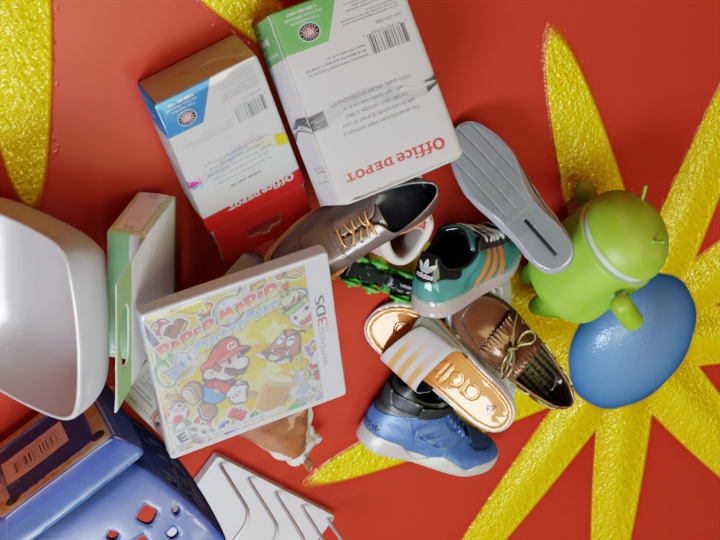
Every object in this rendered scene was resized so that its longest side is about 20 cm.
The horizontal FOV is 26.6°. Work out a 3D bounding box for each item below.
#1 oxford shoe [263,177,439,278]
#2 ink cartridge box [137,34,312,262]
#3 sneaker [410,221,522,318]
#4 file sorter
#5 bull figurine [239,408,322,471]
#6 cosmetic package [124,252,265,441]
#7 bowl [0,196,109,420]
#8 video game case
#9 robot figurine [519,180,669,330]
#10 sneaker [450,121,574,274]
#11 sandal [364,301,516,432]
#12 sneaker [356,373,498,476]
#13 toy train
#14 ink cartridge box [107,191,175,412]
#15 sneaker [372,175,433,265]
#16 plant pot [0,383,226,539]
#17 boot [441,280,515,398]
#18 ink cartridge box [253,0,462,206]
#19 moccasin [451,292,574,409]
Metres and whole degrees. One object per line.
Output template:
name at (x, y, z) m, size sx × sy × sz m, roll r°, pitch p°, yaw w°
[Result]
oxford shoe at (-0.009, -0.045, 1.560) m, size 0.199 × 0.073 × 0.072 m, roll -31°, pitch 90°, yaw -16°
ink cartridge box at (-0.135, -0.122, 1.563) m, size 0.116 × 0.067 × 0.201 m, roll -28°, pitch 125°, yaw -12°
sneaker at (0.127, -0.022, 1.715) m, size 0.200 × 0.071 × 0.080 m, roll -37°, pitch 140°, yaw -46°
file sorter at (-0.119, 0.334, 1.783) m, size 0.199 × 0.125 × 0.139 m, roll 33°, pitch 98°, yaw -37°
bull figurine at (-0.104, 0.153, 1.731) m, size 0.199 × 0.065 × 0.122 m, roll 23°, pitch 100°, yaw -36°
cosmetic package at (-0.150, 0.083, 1.613) m, size 0.087 × 0.103 × 0.200 m, roll 43°, pitch 97°, yaw 6°
bowl at (-0.315, 0.028, 1.484) m, size 0.074 × 0.199 × 0.202 m, roll -25°, pitch 127°, yaw -46°
video game case at (-0.116, 0.083, 1.535) m, size 0.199 × 0.023 × 0.183 m, roll -19°, pitch 126°, yaw -17°
robot figurine at (0.276, -0.015, 1.781) m, size 0.115 × 0.177 × 0.200 m, roll 9°, pitch 145°, yaw -36°
sneaker at (0.165, -0.078, 1.719) m, size 0.073 × 0.071 × 0.201 m, roll -35°, pitch 88°, yaw 2°
sandal at (0.093, 0.113, 1.752) m, size 0.206 × 0.059 × 0.079 m, roll 38°, pitch 108°, yaw 3°
sneaker at (0.102, 0.178, 1.846) m, size 0.199 × 0.077 × 0.112 m, roll 16°, pitch 117°, yaw -27°
toy train at (0.000, 0.000, 1.709) m, size 0.199 × 0.056 × 0.042 m, roll 18°, pitch 95°, yaw -34°
ink cartridge box at (-0.231, 0.027, 1.518) m, size 0.048 × 0.200 × 0.147 m, roll 9°, pitch 118°, yaw 9°
sneaker at (0.044, -0.100, 1.649) m, size 0.075 × 0.105 × 0.202 m, roll -5°, pitch 117°, yaw -23°
plant pot at (-0.286, 0.245, 1.606) m, size 0.199 × 0.200 × 0.180 m, roll -37°, pitch 120°, yaw -6°
boot at (0.130, 0.090, 1.827) m, size 0.095 × 0.074 × 0.202 m, roll -12°, pitch 112°, yaw -15°
ink cartridge box at (-0.004, -0.181, 1.542) m, size 0.145 × 0.084 × 0.202 m, roll -22°, pitch 96°, yaw -16°
moccasin at (0.179, 0.096, 1.763) m, size 0.074 × 0.078 × 0.202 m, roll -44°, pitch 120°, yaw -7°
